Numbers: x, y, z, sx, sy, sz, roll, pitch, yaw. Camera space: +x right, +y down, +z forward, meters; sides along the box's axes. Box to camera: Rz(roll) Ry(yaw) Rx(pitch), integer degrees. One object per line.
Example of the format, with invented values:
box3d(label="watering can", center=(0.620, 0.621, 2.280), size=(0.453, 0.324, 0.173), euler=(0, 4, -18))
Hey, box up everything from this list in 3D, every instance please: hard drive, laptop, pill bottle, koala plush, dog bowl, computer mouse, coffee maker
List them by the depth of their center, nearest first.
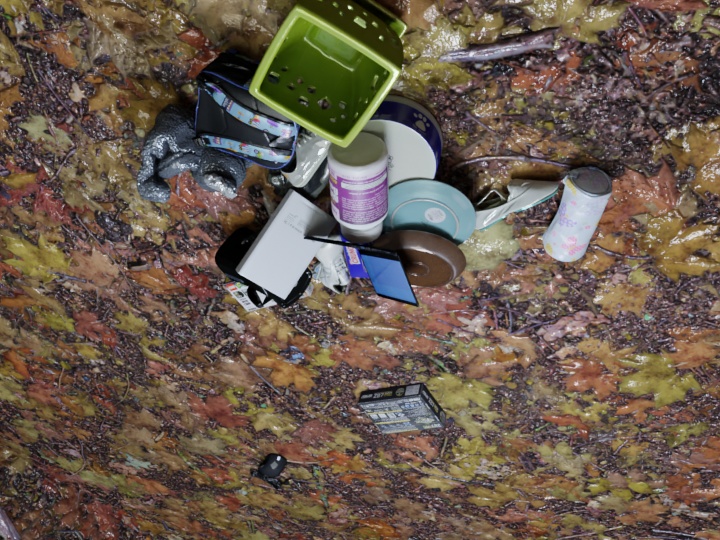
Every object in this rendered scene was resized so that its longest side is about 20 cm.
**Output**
box3d(label="pill bottle", center=(-0.002, -0.149, 1.461), size=(0.112, 0.112, 0.200), euler=(7, 137, 10))
box3d(label="dog bowl", center=(0.055, -0.232, 1.497), size=(0.200, 0.079, 0.200), euler=(8, 138, 8))
box3d(label="koala plush", center=(-0.317, -0.220, 1.552), size=(0.200, 0.177, 0.184), euler=(22, 132, 2))
box3d(label="laptop", center=(0.000, 0.000, 1.570), size=(0.200, 0.103, 0.177), euler=(9, -179, -28))
box3d(label="hard drive", center=(-0.151, -0.052, 1.605), size=(0.132, 0.200, 0.027), euler=(33, -179, -38))
box3d(label="coffee maker", center=(-0.225, -0.029, 1.721), size=(0.200, 0.135, 0.192), euler=(20, 132, 50))
box3d(label="computer mouse", center=(-0.285, 0.691, 2.627), size=(0.140, 0.046, 0.200), euler=(30, 136, -14))

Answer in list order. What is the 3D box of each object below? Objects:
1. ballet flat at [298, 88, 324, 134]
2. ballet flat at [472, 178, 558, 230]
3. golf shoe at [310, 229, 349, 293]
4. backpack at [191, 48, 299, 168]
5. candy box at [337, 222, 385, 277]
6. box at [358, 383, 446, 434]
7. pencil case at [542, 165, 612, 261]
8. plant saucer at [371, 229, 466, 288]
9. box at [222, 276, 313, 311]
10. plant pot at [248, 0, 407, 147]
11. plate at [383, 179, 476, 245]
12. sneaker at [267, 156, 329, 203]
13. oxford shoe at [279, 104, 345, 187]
box3d(label="ballet flat", center=(-0.135, -0.288, 1.518), size=(0.067, 0.046, 0.200), euler=(35, 135, -19))
box3d(label="ballet flat", center=(0.294, -0.142, 1.542), size=(0.200, 0.070, 0.069), euler=(-27, 124, 38))
box3d(label="golf shoe", center=(-0.053, -0.018, 1.731), size=(0.097, 0.078, 0.200), euler=(45, 159, 15))
box3d(label="backpack", center=(-0.197, -0.293, 1.446), size=(0.200, 0.135, 0.183), euler=(23, 137, 6))
box3d(label="candy box", center=(0.065, -0.063, 1.680), size=(0.200, 0.077, 0.169), euler=(2, 138, 13))
box3d(label="box", center=(0.117, 0.391, 2.179), size=(0.200, 0.049, 0.161), euler=(-14, 129, 29))
box3d(label="pencil case", center=(0.421, -0.107, 1.519), size=(0.091, 0.083, 0.200), euler=(10, 139, 4))
box3d(label="plant saucer", center=(0.118, -0.015, 1.611), size=(0.200, 0.035, 0.200), euler=(11, 151, 6))
box3d(label="box", center=(-0.226, 0.036, 1.907), size=(0.200, 0.035, 0.110), euler=(-14, 130, 29))
box3d(label="plant pot", center=(-0.044, -0.365, 1.306), size=(0.199, 0.182, 0.200), euler=(29, 137, -14))
box3d(label="plate", center=(0.129, -0.099, 1.545), size=(0.200, 0.026, 0.200), euler=(8, 139, 7))
box3d(label="sneaker", center=(-0.122, -0.205, 1.582), size=(0.114, 0.076, 0.199), euler=(23, 144, -18))
box3d(label="oxford shoe", center=(-0.090, -0.249, 1.484), size=(0.058, 0.075, 0.200), euler=(22, 114, -33))
